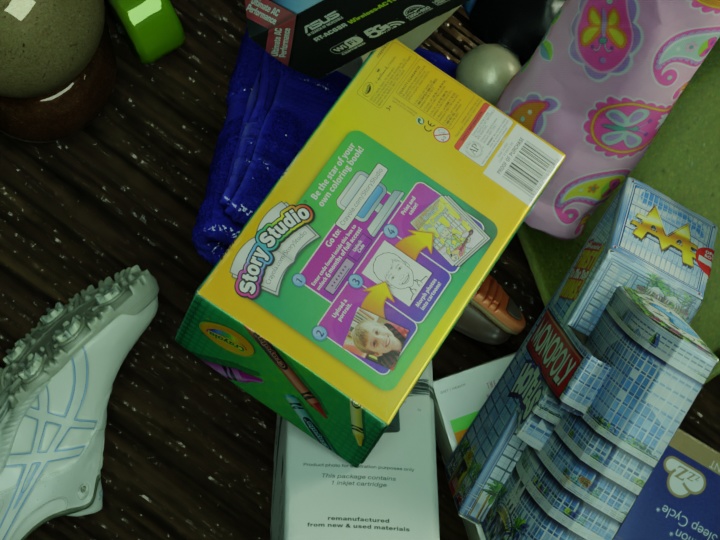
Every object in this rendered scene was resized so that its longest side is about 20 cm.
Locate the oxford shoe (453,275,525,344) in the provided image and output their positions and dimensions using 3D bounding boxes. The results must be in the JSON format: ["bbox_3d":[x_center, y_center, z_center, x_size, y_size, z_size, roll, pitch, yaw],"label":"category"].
[{"bbox_3d":[0.000,0.000,1.564,0.199,0.071,0.073,28,103,2],"label":"oxford shoe"}]

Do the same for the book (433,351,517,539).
[{"bbox_3d":[0.129,0.140,1.567,0.133,0.048,0.201,-17,88,-8],"label":"book"}]

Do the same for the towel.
[{"bbox_3d":[-0.009,-0.066,1.512,0.147,0.050,0.201,15,43,-3],"label":"towel"}]

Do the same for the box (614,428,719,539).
[{"bbox_3d":[0.166,0.197,1.536,0.121,0.032,0.201,30,80,-9],"label":"box"}]

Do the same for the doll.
[{"bbox_3d":[0.122,-0.174,1.565,0.136,0.049,0.200,30,74,27],"label":"doll"}]

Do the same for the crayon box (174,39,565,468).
[{"bbox_3d":[0.006,-0.013,1.406,0.118,0.058,0.200,34,60,2],"label":"crayon box"}]

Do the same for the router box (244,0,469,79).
[{"bbox_3d":[0.007,-0.221,1.421,0.149,0.062,0.201,-25,58,30],"label":"router box"}]

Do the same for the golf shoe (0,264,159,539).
[{"bbox_3d":[-0.172,0.089,1.542,0.097,0.078,0.200,43,89,-17],"label":"golf shoe"}]

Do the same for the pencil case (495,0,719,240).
[{"bbox_3d":[0.139,-0.115,1.489,0.087,0.087,0.201,31,110,-2],"label":"pencil case"}]

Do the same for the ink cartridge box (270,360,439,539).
[{"bbox_3d":[-0.006,0.124,1.462,0.082,0.147,0.201,4,41,-3],"label":"ink cartridge box"}]

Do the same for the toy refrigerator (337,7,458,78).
[{"bbox_3d":[0.041,-0.198,1.529,0.076,0.070,0.200,29,63,36],"label":"toy refrigerator"}]

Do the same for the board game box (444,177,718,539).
[{"bbox_3d":[0.124,0.057,1.429,0.061,0.200,0.201,28,97,-7],"label":"board game box"}]

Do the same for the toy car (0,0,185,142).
[{"bbox_3d":[-0.196,-0.155,1.484,0.164,0.200,0.158,-31,89,-7],"label":"toy car"}]

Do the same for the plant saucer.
[{"bbox_3d":[0.185,-0.030,1.516,0.048,0.199,0.201,10,51,-44],"label":"plant saucer"}]
